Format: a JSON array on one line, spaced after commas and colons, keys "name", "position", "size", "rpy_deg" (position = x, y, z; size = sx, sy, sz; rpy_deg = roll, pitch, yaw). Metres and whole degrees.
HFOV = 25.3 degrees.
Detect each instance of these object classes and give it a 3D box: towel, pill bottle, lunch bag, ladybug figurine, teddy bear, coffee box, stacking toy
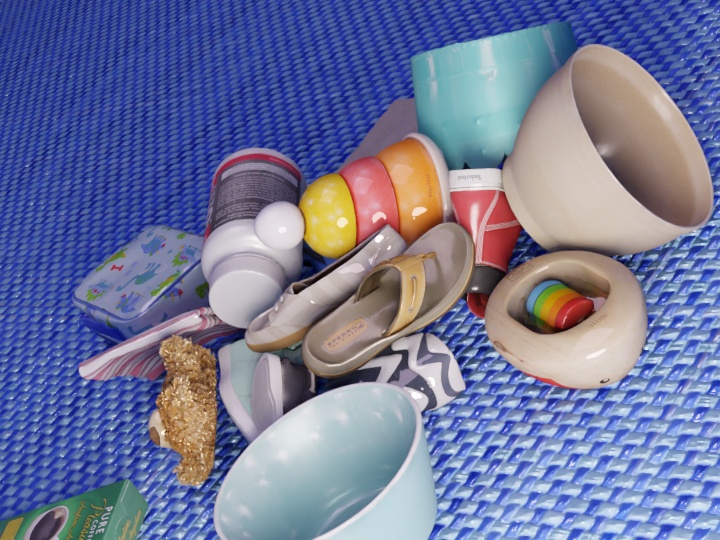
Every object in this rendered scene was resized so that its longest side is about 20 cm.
[{"name": "towel", "position": [-0.206, 0.082, 1.741], "size": [0.146, 0.030, 0.200], "rpy_deg": [-27, -7, 11]}, {"name": "pill bottle", "position": [-0.116, -0.033, 1.743], "size": [0.110, 0.111, 0.201], "rpy_deg": [-22, 36, 19]}, {"name": "lunch bag", "position": [-0.250, 0.026, 1.929], "size": [0.161, 0.083, 0.200], "rpy_deg": [-42, 28, -21]}, {"name": "ladybug figurine", "position": [0.187, 0.048, 1.436], "size": [0.135, 0.072, 0.200], "rpy_deg": [-36, 28, -6]}, {"name": "towel", "position": [0.044, -0.145, 1.957], "size": [0.132, 0.035, 0.200], "rpy_deg": [-2, 41, 47]}, {"name": "teddy bear", "position": [-0.177, 0.137, 1.603], "size": [0.066, 0.146, 0.200], "rpy_deg": [1, 28, -5]}, {"name": "coffee box", "position": [-0.315, 0.288, 1.604], "size": [0.199, 0.044, 0.123], "rpy_deg": [-21, 30, 23]}, {"name": "stacking toy", "position": [-0.013, -0.060, 1.626], "size": [0.199, 0.147, 0.146], "rpy_deg": [-7, 20, -19]}]

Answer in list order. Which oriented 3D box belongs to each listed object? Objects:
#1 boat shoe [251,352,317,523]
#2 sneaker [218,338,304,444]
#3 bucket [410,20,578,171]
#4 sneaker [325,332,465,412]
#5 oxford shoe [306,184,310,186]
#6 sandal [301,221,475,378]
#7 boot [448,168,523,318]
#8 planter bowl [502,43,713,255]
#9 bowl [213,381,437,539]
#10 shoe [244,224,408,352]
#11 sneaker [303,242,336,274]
[{"name": "boat shoe", "position": [-0.064, 0.167, 1.498], "size": [0.201, 0.060, 0.074], "rpy_deg": [-98, 26, -42]}, {"name": "sneaker", "position": [-0.078, 0.109, 1.619], "size": [0.118, 0.074, 0.201], "rpy_deg": [-27, 28, 4]}, {"name": "bucket", "position": [0.151, -0.179, 1.702], "size": [0.206, 0.136, 0.207], "rpy_deg": [-12, 4, 1]}, {"name": "sneaker", "position": [-0.001, 0.099, 1.543], "size": [0.129, 0.080, 0.199], "rpy_deg": [-31, 36, -17]}, {"name": "oxford shoe", "position": [0.002, -0.065, 1.847], "size": [0.199, 0.058, 0.075], "rpy_deg": [0, 40, 24]}, {"name": "sandal", "position": [0.026, 0.023, 1.491], "size": [0.199, 0.054, 0.080], "rpy_deg": [-36, 54, -10]}, {"name": "boot", "position": [0.135, -0.024, 1.619], "size": [0.072, 0.146, 0.200], "rpy_deg": [-2, -1, 21]}, {"name": "planter bowl", "position": [0.222, -0.094, 1.530], "size": [0.135, 0.200, 0.201], "rpy_deg": [-37, 20, 37]}, {"name": "bowl", "position": [-0.014, 0.200, 1.362], "size": [0.200, 0.105, 0.201], "rpy_deg": [-25, 28, 14]}, {"name": "shoe", "position": [-0.036, 0.018, 1.586], "size": [0.199, 0.054, 0.070], "rpy_deg": [-28, 17, 18]}, {"name": "sneaker", "position": [0.000, 0.000, 1.747], "size": [0.200, 0.066, 0.079], "rpy_deg": [33, 109, 48]}]
